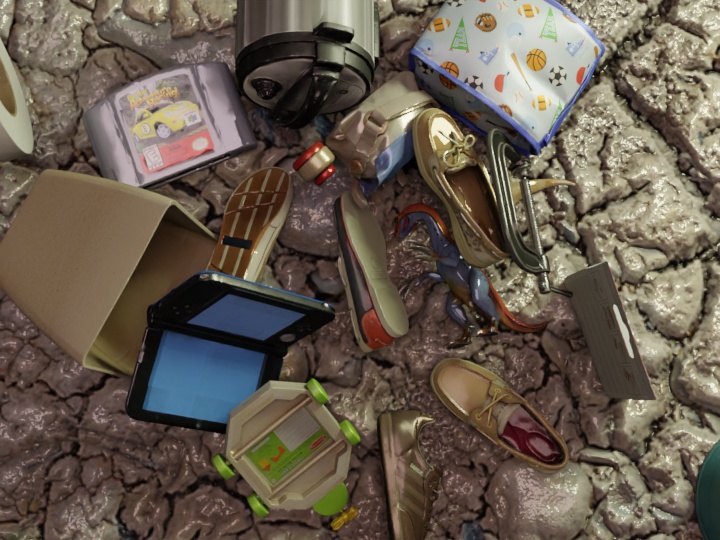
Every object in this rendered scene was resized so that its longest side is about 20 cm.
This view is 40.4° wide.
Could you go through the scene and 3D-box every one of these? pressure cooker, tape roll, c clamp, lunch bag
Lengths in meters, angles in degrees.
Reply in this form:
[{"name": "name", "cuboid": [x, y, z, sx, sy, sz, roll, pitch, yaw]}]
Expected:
[{"name": "pressure cooker", "cuboid": [-0.068, -0.274, 1.179, 0.176, 0.176, 0.203, -5, 73, 17]}, {"name": "tape roll", "cuboid": [-0.444, -0.229, 1.154, 0.037, 0.203, 0.205, -20, 85, -4]}, {"name": "c clamp", "cuboid": [0.195, -0.067, 1.173, 0.027, 0.170, 0.203, -17, 77, 29]}, {"name": "lunch bag", "cuboid": [0.182, -0.259, 1.221, 0.199, 0.124, 0.171, 33, 81, 9]}]

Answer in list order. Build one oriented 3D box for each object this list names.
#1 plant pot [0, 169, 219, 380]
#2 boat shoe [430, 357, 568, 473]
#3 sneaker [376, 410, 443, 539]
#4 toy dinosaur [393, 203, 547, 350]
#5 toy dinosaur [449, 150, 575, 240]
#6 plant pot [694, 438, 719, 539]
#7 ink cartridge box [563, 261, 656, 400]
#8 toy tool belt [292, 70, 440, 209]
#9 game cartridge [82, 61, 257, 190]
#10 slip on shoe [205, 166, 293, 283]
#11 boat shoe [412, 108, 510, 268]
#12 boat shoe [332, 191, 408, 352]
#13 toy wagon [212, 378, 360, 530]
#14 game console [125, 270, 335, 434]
[{"name": "plant pot", "cuboid": [-0.307, -0.008, 1.146, 0.175, 0.200, 0.202, 27, 83, 13]}, {"name": "boat shoe", "cuboid": [0.175, 0.175, 1.198, 0.199, 0.066, 0.074, 34, 83, 2]}, {"name": "sneaker", "cuboid": [0.067, 0.271, 1.182, 0.074, 0.070, 0.203, -7, 84, -4]}, {"name": "toy dinosaur", "cuboid": [0.114, 0.003, 1.231, 0.198, 0.105, 0.184, 0, 71, -36]}, {"name": "toy dinosaur", "cuboid": [0.170, -0.100, 1.242, 0.198, 0.058, 0.102, -28, 91, -25]}, {"name": "plant pot", "cuboid": [0.522, 0.279, 1.139, 0.197, 0.188, 0.203, 0, 83, -2]}, {"name": "ink cartridge box", "cuboid": [0.306, 0.068, 1.148, 0.047, 0.200, 0.162, -18, 85, -4]}, {"name": "toy tool belt", "cuboid": [0.024, -0.142, 1.197, 0.200, 0.125, 0.123, -43, 94, -26]}, {"name": "game cartridge", "cuboid": [-0.244, -0.183, 1.240, 0.198, 0.041, 0.135, -22, 81, -4]}, {"name": "slip on shoe", "cuboid": [-0.137, -0.035, 1.217, 0.075, 0.061, 0.202, 12, 65, 11]}, {"name": "boat shoe", "cuboid": [0.126, -0.103, 1.157, 0.073, 0.063, 0.202, -27, 92, -25]}, {"name": "boat shoe", "cuboid": [0.000, 0.000, 1.213, 0.062, 0.071, 0.202, -31, 70, 37]}, {"name": "toy wagon", "cuboid": [-0.075, 0.229, 1.176, 0.154, 0.040, 0.201, -37, 111, -1]}, {"name": "game console", "cuboid": [-0.145, 0.102, 1.126, 0.198, 0.170, 0.120, 17, 55, -40]}]
